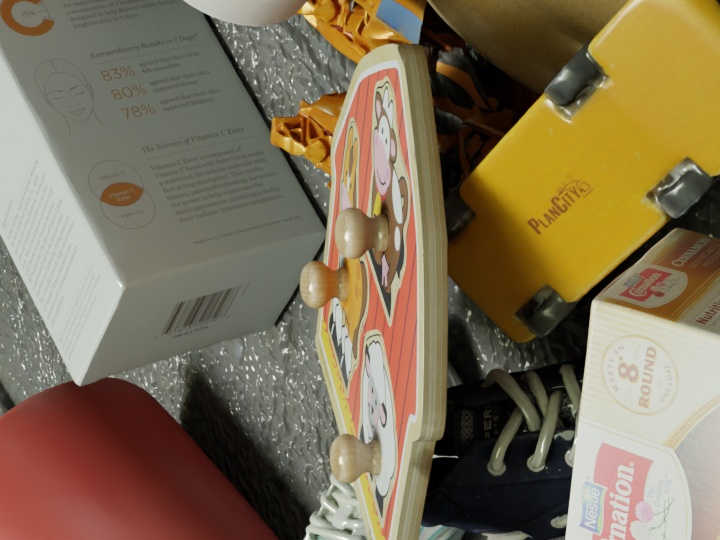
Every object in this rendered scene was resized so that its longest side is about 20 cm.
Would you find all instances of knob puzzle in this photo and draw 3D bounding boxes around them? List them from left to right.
[{"bbox_3d":[0.000,0.000,0.823,0.220,0.030,0.221,180,90,-79],"label":"knob puzzle"}]

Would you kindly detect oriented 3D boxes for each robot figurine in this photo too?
[{"bbox_3d":[0.036,-0.058,0.898,0.200,0.058,0.146,37,133,45],"label":"robot figurine"}]

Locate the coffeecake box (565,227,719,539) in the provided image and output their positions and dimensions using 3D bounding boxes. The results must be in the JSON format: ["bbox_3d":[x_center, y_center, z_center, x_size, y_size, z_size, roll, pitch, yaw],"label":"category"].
[{"bbox_3d":[0.172,0.091,0.680,0.199,0.073,0.154,18,120,27],"label":"coffeecake box"}]

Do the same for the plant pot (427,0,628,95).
[{"bbox_3d":[0.092,-0.133,0.738,0.199,0.028,0.200,25,146,18],"label":"plant pot"}]

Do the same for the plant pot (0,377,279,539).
[{"bbox_3d":[-0.126,0.187,1.142,0.177,0.200,0.201,34,131,33],"label":"plant pot"}]

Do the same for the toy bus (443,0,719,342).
[{"bbox_3d":[0.095,-0.048,0.740,0.065,0.078,0.200,44,147,2],"label":"toy bus"}]

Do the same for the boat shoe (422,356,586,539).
[{"bbox_3d":[0.089,0.064,0.809,0.200,0.092,0.075,130,145,-53],"label":"boat shoe"}]

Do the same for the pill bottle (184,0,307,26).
[{"bbox_3d":[-0.011,-0.196,0.831,0.200,0.114,0.115,-44,66,42],"label":"pill bottle"}]

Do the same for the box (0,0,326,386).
[{"bbox_3d":[-0.127,-0.059,1.085,0.201,0.124,0.098,60,145,22],"label":"box"}]

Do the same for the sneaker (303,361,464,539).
[{"bbox_3d":[0.011,0.123,0.996,0.070,0.080,0.201,32,127,49],"label":"sneaker"}]
